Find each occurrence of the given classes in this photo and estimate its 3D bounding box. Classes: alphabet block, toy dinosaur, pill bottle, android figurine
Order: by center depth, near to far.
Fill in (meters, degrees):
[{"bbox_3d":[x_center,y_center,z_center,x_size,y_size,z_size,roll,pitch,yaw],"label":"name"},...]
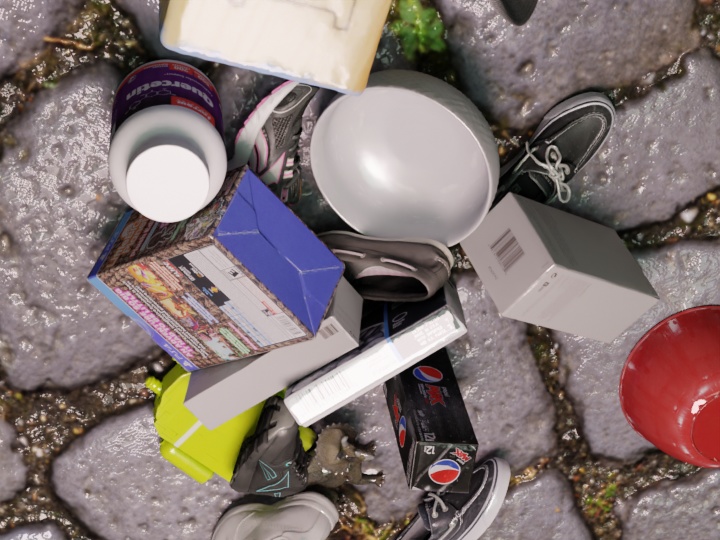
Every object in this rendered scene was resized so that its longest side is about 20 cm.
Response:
[{"bbox_3d":[-0.071,-0.303,1.322,0.195,0.196,0.201,11,115,-15],"label":"alphabet block"},{"bbox_3d":[-0.186,-0.123,1.388,0.112,0.200,0.113,-3,117,-7],"label":"pill bottle"},{"bbox_3d":[-0.151,0.163,1.623,0.200,0.041,0.182,37,107,-25],"label":"android figurine"},{"bbox_3d":[-0.039,0.234,1.655,0.102,0.077,0.200,21,134,-31],"label":"toy dinosaur"}]

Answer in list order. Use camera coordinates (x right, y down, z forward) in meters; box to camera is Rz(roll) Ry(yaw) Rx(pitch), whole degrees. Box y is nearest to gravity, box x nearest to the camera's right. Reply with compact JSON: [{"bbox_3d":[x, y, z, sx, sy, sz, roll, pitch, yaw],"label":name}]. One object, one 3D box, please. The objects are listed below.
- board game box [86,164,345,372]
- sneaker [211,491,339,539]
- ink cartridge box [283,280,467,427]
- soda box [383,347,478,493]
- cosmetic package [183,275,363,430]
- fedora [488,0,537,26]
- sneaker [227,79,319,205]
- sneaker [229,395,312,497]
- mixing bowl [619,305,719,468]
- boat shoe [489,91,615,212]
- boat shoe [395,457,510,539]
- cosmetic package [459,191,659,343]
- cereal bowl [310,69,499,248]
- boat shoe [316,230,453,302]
[{"bbox_3d":[-0.146,0.003,1.455,0.199,0.097,0.159,-16,129,42],"label":"board game box"},{"bbox_3d":[-0.115,0.316,1.645,0.075,0.089,0.200,45,134,-17],"label":"sneaker"},{"bbox_3d":[0.016,0.074,1.525,0.198,0.200,0.044,-31,99,7],"label":"ink cartridge box"},{"bbox_3d":[0.074,0.158,1.563,0.070,0.200,0.064,4,117,-10],"label":"soda box"},{"bbox_3d":[-0.090,0.085,1.497,0.199,0.083,0.051,-31,119,23],"label":"cosmetic package"},{"bbox_3d":[0.102,-0.331,1.369,0.090,0.177,0.201,0,130,25],"label":"fedora"},{"bbox_3d":[-0.089,-0.110,1.469,0.086,0.080,0.200,35,120,-1],"label":"sneaker"},{"bbox_3d":[-0.085,0.194,1.550,0.079,0.076,0.200,21,152,-5],"label":"sneaker"},{"bbox_3d":[0.411,0.152,1.661,0.199,0.109,0.201,-3,116,-7],"label":"mixing bowl"},{"bbox_3d":[0.194,-0.107,1.524,0.199,0.068,0.074,-37,116,10],"label":"boat shoe"},{"bbox_3d":[0.100,0.294,1.712,0.068,0.072,0.200,28,116,-21],"label":"boat shoe"},{"bbox_3d":[0.212,0.000,1.509,0.199,0.108,0.085,17,126,-45],"label":"cosmetic package"},{"bbox_3d":[0.052,-0.122,1.469,0.199,0.083,0.201,13,131,15],"label":"cereal bowl"},{"bbox_3d":[0.000,0.000,1.503,0.199,0.057,0.067,-1,131,30],"label":"boat shoe"}]
